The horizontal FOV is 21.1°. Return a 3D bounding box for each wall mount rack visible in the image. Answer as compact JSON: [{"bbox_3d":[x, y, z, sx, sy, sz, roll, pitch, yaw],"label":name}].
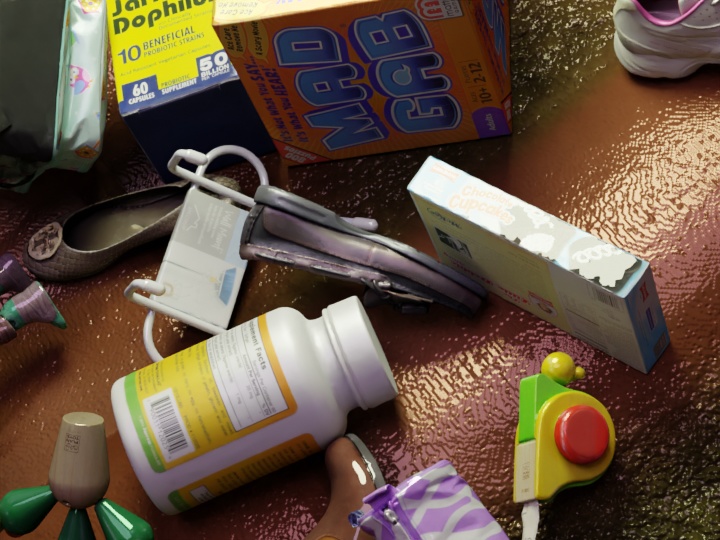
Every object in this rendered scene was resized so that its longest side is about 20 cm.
[{"bbox_3d":[-0.089,-0.006,1.546,0.172,0.075,0.202,22,71,-14],"label":"wall mount rack"}]

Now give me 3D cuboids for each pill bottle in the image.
[{"bbox_3d":[-0.077,0.096,1.458,0.198,0.111,0.112,-24,55,3],"label":"pill bottle"}]

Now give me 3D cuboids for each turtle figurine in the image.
[{"bbox_3d":[-0.344,0.072,1.575,0.199,0.101,0.150,-36,56,-12],"label":"turtle figurine"}]

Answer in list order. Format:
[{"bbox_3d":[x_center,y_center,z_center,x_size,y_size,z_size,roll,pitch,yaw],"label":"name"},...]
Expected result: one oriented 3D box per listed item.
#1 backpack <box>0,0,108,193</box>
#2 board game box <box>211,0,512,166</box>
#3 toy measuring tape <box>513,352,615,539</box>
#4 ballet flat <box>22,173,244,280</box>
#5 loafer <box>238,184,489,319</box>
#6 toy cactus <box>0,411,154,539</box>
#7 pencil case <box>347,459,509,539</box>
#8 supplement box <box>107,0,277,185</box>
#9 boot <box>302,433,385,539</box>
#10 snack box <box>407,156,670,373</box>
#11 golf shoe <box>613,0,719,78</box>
[{"bbox_3d":[-0.293,-0.154,1.630,0.152,0.200,0.178,4,78,-26],"label":"backpack"},{"bbox_3d":[0.007,-0.234,1.574,0.198,0.200,0.202,-8,59,13],"label":"board game box"},{"bbox_3d":[0.147,0.159,1.385,0.073,0.074,0.202,-1,76,17],"label":"toy measuring tape"},{"bbox_3d":[-0.194,-0.042,1.619,0.198,0.046,0.068,-14,56,10],"label":"ballet flat"},{"bbox_3d":[0.000,0.000,1.502,0.198,0.072,0.063,25,86,3],"label":"loafer"},{"bbox_3d":[-0.217,0.189,1.426,0.198,0.102,0.167,13,105,29],"label":"toy cactus"},{"bbox_3d":[0.078,0.223,1.314,0.084,0.085,0.201,-40,76,12],"label":"pencil case"},{"bbox_3d":[-0.148,-0.195,1.658,0.108,0.110,0.202,-17,56,7],"label":"supplement box"},{"bbox_3d":[-0.073,0.215,1.384,0.198,0.069,0.190,-6,69,-8],"label":"boot"},{"bbox_3d":[0.133,-0.005,1.447,0.199,0.116,0.037,28,71,30],"label":"snack box"},{"bbox_3d":[0.295,-0.202,1.528,0.198,0.092,0.076,-5,57,14],"label":"golf shoe"}]
